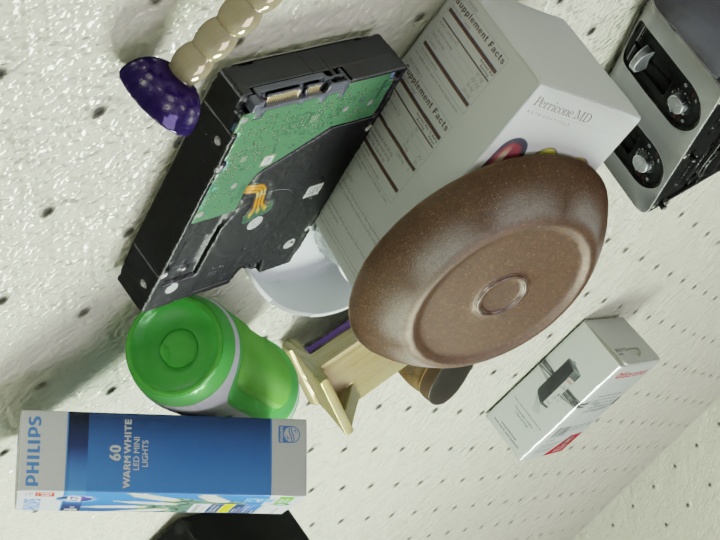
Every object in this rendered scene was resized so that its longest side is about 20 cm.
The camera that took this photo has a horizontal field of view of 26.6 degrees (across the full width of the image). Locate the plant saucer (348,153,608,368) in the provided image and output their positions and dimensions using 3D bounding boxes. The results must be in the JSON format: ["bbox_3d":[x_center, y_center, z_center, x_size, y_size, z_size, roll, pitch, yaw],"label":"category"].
[{"bbox_3d":[0.089,0.006,1.033,0.200,0.037,0.201,-19,144,-15],"label":"plant saucer"}]

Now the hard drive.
[{"bbox_3d":[-0.067,-0.063,0.985,0.140,0.038,0.200,-21,155,-41],"label":"hard drive"}]

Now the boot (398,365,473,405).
[{"bbox_3d":[0.099,0.025,1.456,0.200,0.075,0.074,-55,146,4],"label":"boot"}]

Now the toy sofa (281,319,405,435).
[{"bbox_3d":[0.028,0.043,1.354,0.200,0.098,0.083,-34,137,-10],"label":"toy sofa"}]

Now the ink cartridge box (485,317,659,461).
[{"bbox_3d":[0.287,0.157,2.045,0.200,0.084,0.144,-46,159,23],"label":"ink cartridge box"}]

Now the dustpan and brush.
[{"bbox_3d":[0.000,0.000,1.209,0.139,0.057,0.200,-39,161,0],"label":"dustpan and brush"}]

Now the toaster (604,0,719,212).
[{"bbox_3d":[0.304,-0.168,1.290,0.200,0.119,0.181,-28,159,-26],"label":"toaster"}]

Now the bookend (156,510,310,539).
[{"bbox_3d":[-0.176,0.344,1.624,0.199,0.092,0.200,-44,162,21],"label":"bookend"}]

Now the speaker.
[{"bbox_3d":[-0.106,0.076,1.141,0.088,0.089,0.200,-39,160,1],"label":"speaker"}]

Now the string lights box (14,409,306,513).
[{"bbox_3d":[-0.145,0.139,1.092,0.199,0.059,0.103,3,164,-12],"label":"string lights box"}]

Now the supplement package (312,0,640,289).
[{"bbox_3d":[0.071,-0.078,1.043,0.114,0.110,0.200,10,129,-43],"label":"supplement package"}]

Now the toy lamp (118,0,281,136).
[{"bbox_3d":[-0.040,-0.155,0.794,0.200,0.058,0.058,-45,160,15],"label":"toy lamp"}]
